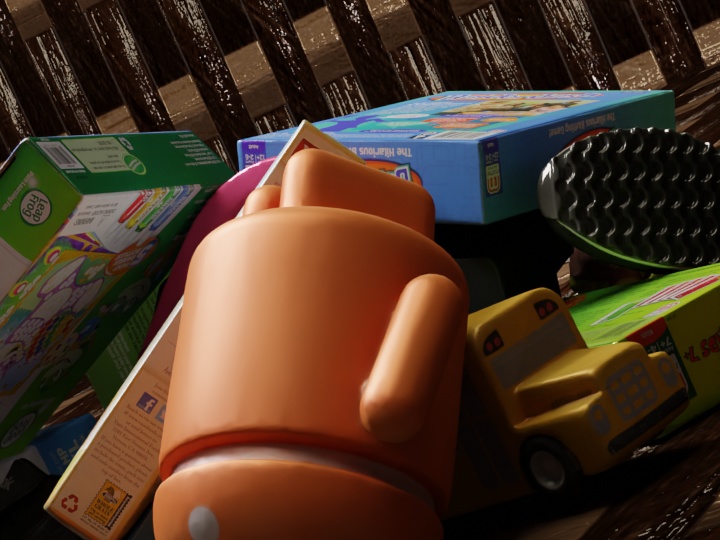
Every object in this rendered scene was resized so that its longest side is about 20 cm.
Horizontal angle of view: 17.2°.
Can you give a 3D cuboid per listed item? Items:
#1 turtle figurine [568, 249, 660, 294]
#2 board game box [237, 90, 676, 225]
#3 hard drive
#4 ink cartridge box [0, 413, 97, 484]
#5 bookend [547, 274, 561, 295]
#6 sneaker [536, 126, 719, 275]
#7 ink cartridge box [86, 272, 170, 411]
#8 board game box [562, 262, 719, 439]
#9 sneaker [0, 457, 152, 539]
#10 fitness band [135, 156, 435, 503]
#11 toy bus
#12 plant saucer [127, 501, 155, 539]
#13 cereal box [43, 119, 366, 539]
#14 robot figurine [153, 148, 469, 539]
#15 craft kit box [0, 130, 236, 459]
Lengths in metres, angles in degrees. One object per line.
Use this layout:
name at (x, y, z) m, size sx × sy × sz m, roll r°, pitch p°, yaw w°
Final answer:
turtle figurine at (0.175, -0.014, 1.325) m, size 0.199 × 0.065 × 0.161 m, roll -27°, pitch 5°, yaw -21°
board game box at (0.055, -0.062, 1.261) m, size 0.151 × 0.045 × 0.200 m, roll 3°, pitch 13°, yaw 36°
hard drive at (0.000, 0.000, 1.243) m, size 0.199 × 0.043 × 0.135 m, roll -4°, pitch 18°, yaw 23°
ink cartridge box at (-0.244, 0.169, 1.352) m, size 0.200 × 0.085 × 0.144 m, roll -29°, pitch 6°, yaw -42°
bookend at (0.037, 0.036, 1.344) m, size 0.199 × 0.093 × 0.199 m, roll -15°, pitch 15°, yaw -7°
sneaker at (0.177, -0.023, 1.180) m, size 0.199 × 0.070 × 0.090 m, roll 0°, pitch -16°, yaw -12°
ink cartridge box at (-0.112, 0.068, 1.419) m, size 0.075 × 0.148 × 0.200 m, roll -26°, pitch 4°, yaw -3°
board game box at (0.113, 0.043, 1.114) m, size 0.101 × 0.048 × 0.200 m, roll -26°, pitch 5°, yaw -27°
sneaker at (-0.172, 0.145, 1.198) m, size 0.199 × 0.091 × 0.066 m, roll -27°, pitch 4°, yaw -22°
fitness band at (-0.039, 0.042, 1.168) m, size 0.143 × 0.201 × 0.037 m, roll 24°, pitch 4°, yaw 27°
toy bus at (0.044, 0.064, 1.020) m, size 0.065 × 0.079 × 0.200 m, roll -29°, pitch 3°, yaw -41°
plant saucer at (-0.081, 0.101, 1.073) m, size 0.200 × 0.019 × 0.070 m, roll -56°, pitch 1°, yaw 24°
cereal box at (-0.068, 0.031, 1.068) m, size 0.200 × 0.039 × 0.144 m, roll -56°, pitch 0°, yaw -4°
robot figurine at (-0.018, 0.055, 0.922) m, size 0.143 × 0.201 × 0.117 m, roll -5°, pitch -28°, yaw 24°
craft kit box at (-0.164, 0.020, 1.154) m, size 0.198 × 0.049 × 0.200 m, roll -47°, pitch -10°, yaw 16°
